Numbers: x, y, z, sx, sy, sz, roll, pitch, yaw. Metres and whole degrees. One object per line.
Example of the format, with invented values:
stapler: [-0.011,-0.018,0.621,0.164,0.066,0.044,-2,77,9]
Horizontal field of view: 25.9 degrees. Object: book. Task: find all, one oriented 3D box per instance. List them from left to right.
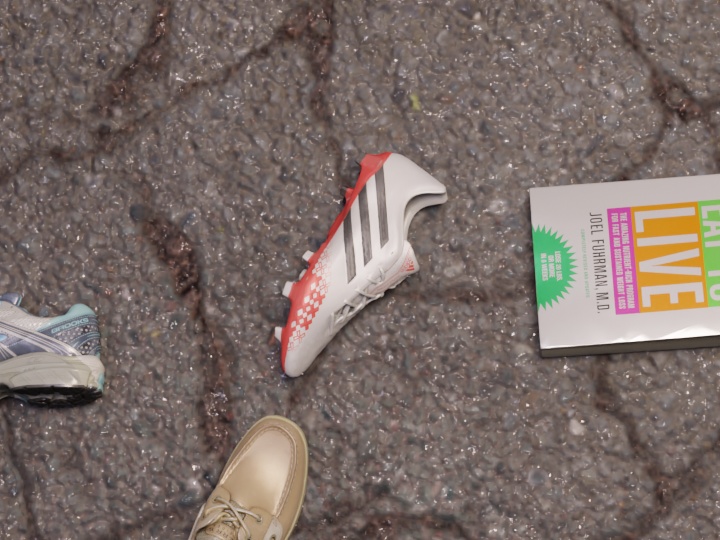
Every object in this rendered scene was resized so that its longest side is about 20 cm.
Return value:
book: [0.237,-0.006,1.242,0.197,0.048,0.136,-5,75,7]

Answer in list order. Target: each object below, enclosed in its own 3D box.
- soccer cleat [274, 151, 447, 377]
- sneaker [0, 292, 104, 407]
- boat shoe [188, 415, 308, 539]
soccer cleat: [0.000,0.000,1.254,0.084,0.069,0.202,24,78,14]
sneaker: [-0.305,0.065,1.281,0.197,0.078,0.088,1,67,-1]
boat shoe: [-0.099,0.208,1.225,0.071,0.065,0.202,25,83,10]
